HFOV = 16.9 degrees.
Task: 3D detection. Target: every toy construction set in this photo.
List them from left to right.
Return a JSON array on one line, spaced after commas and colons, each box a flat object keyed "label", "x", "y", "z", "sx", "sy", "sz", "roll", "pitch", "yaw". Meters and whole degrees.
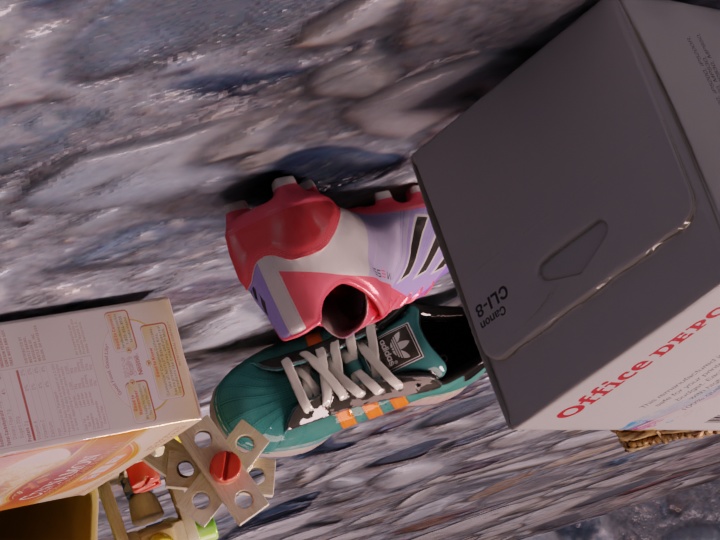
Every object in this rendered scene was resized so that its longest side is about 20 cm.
[{"label": "toy construction set", "x": -0.122, "y": 0.121, "z": 1.432, "sx": 0.092, "sy": 0.132, "sz": 0.200, "roll": -13, "pitch": 167, "yaw": -25}]

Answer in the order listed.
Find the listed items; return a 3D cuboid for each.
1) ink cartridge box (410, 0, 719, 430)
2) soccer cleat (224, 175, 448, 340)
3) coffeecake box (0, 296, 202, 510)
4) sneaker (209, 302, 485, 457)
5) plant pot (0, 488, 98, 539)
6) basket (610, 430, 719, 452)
[{"label": "ink cartridge box", "x": 0.153, "y": -0.021, "z": 1.100, "sx": 0.199, "sy": 0.145, "sz": 0.145, "roll": 3, "pitch": 148, "yaw": -45}, {"label": "soccer cleat", "x": 0.000, "y": 0.000, "z": 1.205, "sx": 0.066, "sy": 0.077, "sz": 0.200, "roll": -24, "pitch": 166, "yaw": 25}, {"label": "coffeecake box", "x": -0.209, "y": 0.083, "z": 1.277, "sx": 0.199, "sy": 0.074, "sz": 0.153, "roll": -9, "pitch": 166, "yaw": -35}, {"label": "sneaker", "x": 0.002, "y": 0.057, "z": 1.493, "sx": 0.199, "sy": 0.072, "sz": 0.080, "roll": -16, "pitch": 164, "yaw": -32}, {"label": "plant pot", "x": -0.273, "y": 0.214, "z": 1.445, "sx": 0.199, "sy": 0.202, "sz": 0.176, "roll": 1, "pitch": 180, "yaw": -18}, {"label": "basket", "x": 0.214, "y": 0.001, "z": 1.480, "sx": 0.199, "sy": 0.149, "sz": 0.143, "roll": -17, "pitch": -147, "yaw": 45}]
